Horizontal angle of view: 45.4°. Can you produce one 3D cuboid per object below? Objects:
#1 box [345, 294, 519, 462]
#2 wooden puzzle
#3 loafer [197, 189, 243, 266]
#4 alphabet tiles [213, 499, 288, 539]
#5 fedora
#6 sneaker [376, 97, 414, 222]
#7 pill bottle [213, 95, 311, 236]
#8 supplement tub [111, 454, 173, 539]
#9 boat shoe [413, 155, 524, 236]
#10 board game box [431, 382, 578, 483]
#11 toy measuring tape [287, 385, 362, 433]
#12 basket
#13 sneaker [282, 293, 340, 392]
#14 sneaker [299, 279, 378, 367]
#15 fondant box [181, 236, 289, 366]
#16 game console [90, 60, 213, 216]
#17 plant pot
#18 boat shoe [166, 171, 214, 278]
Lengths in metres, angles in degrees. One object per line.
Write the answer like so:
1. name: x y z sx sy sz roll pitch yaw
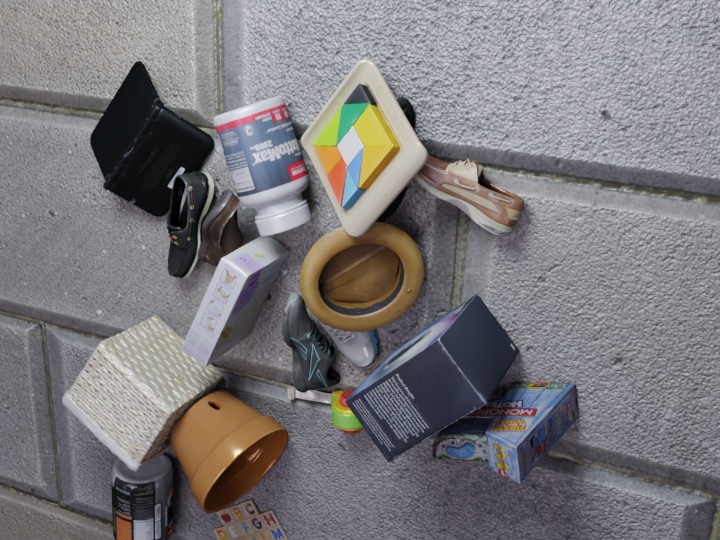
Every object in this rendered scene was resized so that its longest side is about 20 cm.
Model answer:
1. box: 0.114 0.160 1.322 0.198 0.200 0.124 -36 90 29
2. wooden puzzle: -0.004 -0.182 1.275 0.185 0.037 0.201 -47 58 32
3. loafer: -0.223 -0.066 1.451 0.070 0.074 0.200 28 152 -1
4. alphabet tiles: -0.206 0.555 1.720 0.165 0.006 0.202 -25 96 30
5. fedora: 0.000 0.000 1.368 0.198 0.082 0.203 -2 114 -5
6. sneaker: 0.026 -0.171 1.328 0.090 0.076 0.203 17 107 29
7. pill bottle: -0.148 -0.165 1.375 0.118 0.120 0.202 -11 104 28
8. supplement tub: -0.438 0.476 1.734 0.121 0.122 0.202 14 114 20
9. boat shoe: 0.155 -0.132 1.277 0.199 0.076 0.072 33 115 1
10. board game box: 0.212 0.239 1.302 0.198 0.200 0.062 -3 108 25
11. toy measuring tape: -0.051 0.240 1.500 0.198 0.074 0.075 8 111 22
12. basket: -0.396 0.216 1.583 0.199 0.198 0.161 39 115 8
13. sneaker: -0.083 0.122 1.471 0.078 0.076 0.202 0 127 13
14. sneaker: -0.044 0.081 1.433 0.075 0.087 0.201 -29 95 28
15. fondant box: -0.212 0.049 1.465 0.058 0.144 0.201 33 119 11
16. game console: -0.370 -0.227 1.515 0.175 0.117 0.200 30 123 -22
17. plant pot: -0.249 0.315 1.556 0.140 0.199 0.201 42 120 20
18. boat shoe: -0.312 -0.078 1.505 0.074 0.063 0.203 38 121 36
